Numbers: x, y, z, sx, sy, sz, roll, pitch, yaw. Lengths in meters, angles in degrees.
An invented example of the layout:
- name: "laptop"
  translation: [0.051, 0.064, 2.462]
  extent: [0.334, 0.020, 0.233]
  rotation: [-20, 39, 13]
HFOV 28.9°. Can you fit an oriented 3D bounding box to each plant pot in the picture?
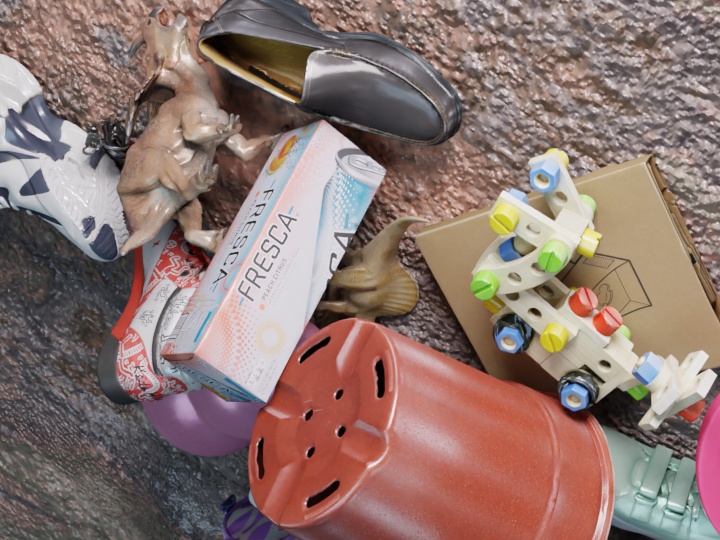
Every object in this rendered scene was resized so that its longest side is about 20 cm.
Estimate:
- name: "plant pot"
  translation: [0.039, 0.140, 0.974]
  extent: [0.195, 0.202, 0.200]
  rotation: [31, 140, -33]

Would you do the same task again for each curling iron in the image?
- name: "curling iron"
  translation: [-0.159, -0.059, 1.095]
  extent: [0.200, 0.049, 0.026]
  rotation: [45, 126, 35]

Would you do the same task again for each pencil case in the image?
- name: "pencil case"
  translation: [-0.076, 0.304, 1.306]
  extent: [0.083, 0.086, 0.202]
  rotation: [6, 124, 30]

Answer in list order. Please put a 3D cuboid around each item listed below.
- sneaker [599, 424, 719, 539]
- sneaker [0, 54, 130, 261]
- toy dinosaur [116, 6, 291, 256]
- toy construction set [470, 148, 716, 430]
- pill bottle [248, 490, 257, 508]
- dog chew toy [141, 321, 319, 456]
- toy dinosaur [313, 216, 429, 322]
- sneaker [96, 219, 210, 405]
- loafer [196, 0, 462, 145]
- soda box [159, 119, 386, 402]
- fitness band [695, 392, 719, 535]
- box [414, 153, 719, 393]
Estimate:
- name: "sneaker"
  translation: [0.245, 0.152, 1.012]
  extent: [0.199, 0.074, 0.118]
  rotation: [33, 139, -4]
- name: "sneaker"
  translation: [-0.284, -0.070, 1.191]
  extent: [0.199, 0.080, 0.129]
  rotation: [46, 133, -3]
- name: "toy dinosaur"
  translation: [-0.145, -0.087, 1.048]
  extent: [0.134, 0.201, 0.086]
  rotation: [14, 156, 26]
- name: "toy construction set"
  translation: [0.155, 0.027, 0.954]
  extent: [0.200, 0.092, 0.131]
  rotation: [50, 132, 8]
- name: "pill bottle"
  translation: [0.016, 0.203, 1.164]
  extent: [0.199, 0.111, 0.111]
  rotation: [35, 132, 7]
- name: "dog chew toy"
  translation: [-0.095, 0.084, 1.129]
  extent: [0.199, 0.124, 0.125]
  rotation: [-16, 112, 52]
- name: "toy dinosaur"
  translation: [0.000, 0.000, 1.090]
  extent: [0.100, 0.059, 0.201]
  rotation: [18, 137, 2]
- name: "sneaker"
  translation: [-0.126, 0.012, 1.083]
  extent: [0.107, 0.203, 0.067]
  rotation: [-10, 137, 27]
- name: "loafer"
  translation: [-0.025, -0.134, 0.991]
  extent: [0.198, 0.072, 0.073]
  rotation: [24, 129, 15]
- name: "soda box"
  translation: [-0.061, -0.006, 1.004]
  extent: [0.068, 0.201, 0.063]
  rotation: [36, 159, -24]
- name: "fitness band"
  translation: [0.324, 0.134, 0.930]
  extent: [0.198, 0.037, 0.145]
  rotation: [5, 97, 9]
- name: "box"
  translation: [0.156, 0.016, 1.014]
  extent: [0.199, 0.021, 0.164]
  rotation: [-17, 109, 38]
